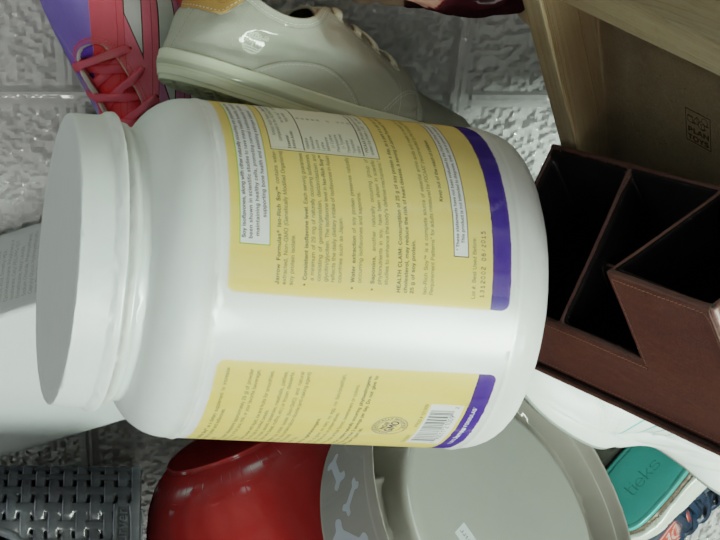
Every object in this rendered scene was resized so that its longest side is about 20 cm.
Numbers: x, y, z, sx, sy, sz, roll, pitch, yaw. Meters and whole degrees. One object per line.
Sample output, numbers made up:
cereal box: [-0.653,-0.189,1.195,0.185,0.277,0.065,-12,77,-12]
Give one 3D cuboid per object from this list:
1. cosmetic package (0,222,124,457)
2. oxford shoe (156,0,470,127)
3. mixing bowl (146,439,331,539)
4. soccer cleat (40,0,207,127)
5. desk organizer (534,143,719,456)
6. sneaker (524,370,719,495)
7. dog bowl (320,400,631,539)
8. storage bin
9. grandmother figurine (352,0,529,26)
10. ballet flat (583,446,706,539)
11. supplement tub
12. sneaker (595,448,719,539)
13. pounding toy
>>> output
cosmetic package: [-0.163,0.031,0.923,0.199,0.074,0.102,-16,131,10]
oxford shoe: [-0.011,-0.093,0.811,0.199,0.075,0.058,14,88,-46]
mixing bowl: [-0.047,0.141,0.979,0.199,0.200,0.109,-22,98,13]
soccer cleat: [-0.095,-0.066,0.812,0.066,0.077,0.201,-10,124,39]
desk organizer: [0.123,0.009,0.716,0.072,0.200,0.077,-33,114,-17]
sneaker: [0.157,0.057,0.899,0.199,0.071,0.081,20,112,-26]
dog bowl: [0.061,0.140,0.907,0.199,0.201,0.059,30,134,-29]
storage bin: [-0.170,0.180,0.960,0.093,0.136,0.200,2,172,-8]
grandmother figurine: [0.038,-0.141,0.784,0.199,0.121,0.061,8,97,-28]
ballet flat: [0.211,0.085,1.002,0.200,0.069,0.069,-45,127,-2]
supplement tub: [-0.033,0.002,0.743,0.199,0.146,0.146,5,132,-18]
sneaker: [0.193,0.144,1.055,0.199,0.085,0.075,-18,132,10]
pounding toy: [0.180,-0.077,0.764,0.142,0.184,0.201,-35,131,-16]
